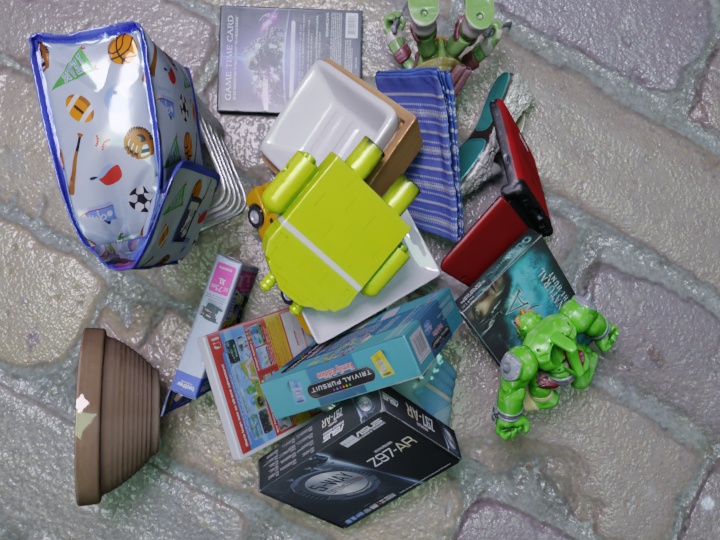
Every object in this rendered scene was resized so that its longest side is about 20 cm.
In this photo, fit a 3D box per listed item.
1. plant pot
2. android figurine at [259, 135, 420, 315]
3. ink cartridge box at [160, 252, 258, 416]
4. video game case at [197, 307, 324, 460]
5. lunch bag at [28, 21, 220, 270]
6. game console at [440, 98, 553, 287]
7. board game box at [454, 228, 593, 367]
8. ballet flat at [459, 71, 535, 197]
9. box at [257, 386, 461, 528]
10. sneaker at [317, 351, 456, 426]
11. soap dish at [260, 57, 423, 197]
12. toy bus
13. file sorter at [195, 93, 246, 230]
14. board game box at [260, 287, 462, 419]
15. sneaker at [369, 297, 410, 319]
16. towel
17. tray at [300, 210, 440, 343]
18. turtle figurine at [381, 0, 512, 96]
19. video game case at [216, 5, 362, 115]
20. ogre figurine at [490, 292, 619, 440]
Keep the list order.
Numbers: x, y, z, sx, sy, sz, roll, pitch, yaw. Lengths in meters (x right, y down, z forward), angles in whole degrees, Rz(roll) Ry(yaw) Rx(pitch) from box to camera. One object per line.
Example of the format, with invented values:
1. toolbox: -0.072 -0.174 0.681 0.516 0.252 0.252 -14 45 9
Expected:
1. plant pot: -0.292 0.174 0.799 0.090 0.200 0.207 2 88 -20
2. android figurine: -0.027 -0.040 0.722 0.181 0.041 0.201 38 95 -25
3. ink cartridge box: -0.186 0.084 0.831 0.041 0.119 0.205 21 88 2
4. video game case: -0.098 0.126 0.816 0.017 0.198 0.147 -19 89 41
5. lunch bag: -0.207 -0.104 0.621 0.120 0.170 0.206 -7 93 1
6. game console: 0.162 -0.082 0.819 0.116 0.199 0.177 -17 72 21
7. board game box: 0.215 0.064 0.837 0.135 0.028 0.201 -43 122 -2
8. ballet flat: 0.175 -0.167 0.879 0.071 0.072 0.203 30 88 0
9. box: -0.001 0.227 0.792 0.198 0.044 0.160 -36 128 21
10. sneaker: 0.039 0.141 0.845 0.196 0.079 0.134 18 83 -26
11. soap dish: -0.025 -0.153 0.812 0.159 0.081 0.200 -54 49 9
12. toy bus: -0.073 -0.022 0.843 0.078 0.064 0.204 -29 82 41
13. file sorter: -0.224 -0.112 0.802 0.136 0.200 0.127 -23 93 -2
14. board game box: 0.005 0.095 0.755 0.197 0.151 0.048 -23 96 30
15. sneaker: 0.017 -0.014 0.872 0.079 0.075 0.205 -17 91 -16
16. towel: 0.069 -0.143 0.810 0.023 0.144 0.205 -19 113 -28
17. tray: 0.000 0.000 0.807 0.197 0.022 0.109 -27 87 -29
18. turtle figurine: 0.102 -0.309 0.819 0.143 0.194 0.202 36 85 2
19. video game case: -0.096 -0.284 0.898 0.194 0.019 0.147 2 88 0
20. ogre figurine: 0.233 0.104 0.790 0.196 0.099 0.121 -23 133 2
